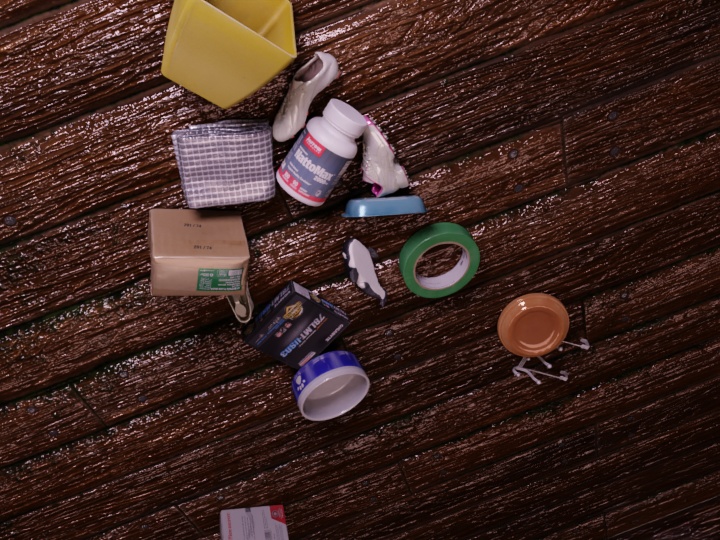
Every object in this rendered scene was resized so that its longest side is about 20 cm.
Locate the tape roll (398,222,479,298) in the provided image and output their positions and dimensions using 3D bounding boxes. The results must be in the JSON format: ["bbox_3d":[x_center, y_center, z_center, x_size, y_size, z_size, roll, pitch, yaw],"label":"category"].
[{"bbox_3d":[0.195,-0.024,1.786,0.198,0.048,0.202,-8,129,-10],"label":"tape roll"}]

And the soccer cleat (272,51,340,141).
[{"bbox_3d":[-0.121,-0.345,1.421,0.200,0.069,0.077,-50,152,16],"label":"soccer cleat"}]

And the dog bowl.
[{"bbox_3d":[-0.080,0.307,1.913,0.198,0.079,0.201,-19,141,-16],"label":"dog bowl"}]

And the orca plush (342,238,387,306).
[{"bbox_3d":[0.000,0.000,1.754,0.200,0.071,0.106,43,62,-42],"label":"orca plush"}]

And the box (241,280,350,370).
[{"bbox_3d":[-0.161,0.143,1.811,0.198,0.050,0.200,34,113,-33],"label":"box"}]

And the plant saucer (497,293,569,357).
[{"bbox_3d":[0.479,0.158,1.986,0.198,0.038,0.202,0,117,0],"label":"plant saucer"}]

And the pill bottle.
[{"bbox_3d":[-0.077,-0.245,1.485,0.119,0.120,0.201,21,118,-29],"label":"pill bottle"}]

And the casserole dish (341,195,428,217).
[{"bbox_3d":[0.054,-0.145,1.614,0.198,0.121,0.039,-4,98,-12],"label":"casserole dish"}]

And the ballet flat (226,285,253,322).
[{"bbox_3d":[-0.292,0.043,1.681,0.069,0.070,0.201,-17,130,-3],"label":"ballet flat"}]

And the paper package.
[{"bbox_3d":[-0.344,-0.039,1.520,0.198,0.191,0.104,0,128,-18],"label":"paper package"}]

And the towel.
[{"bbox_3d":[-0.275,-0.216,1.470,0.198,0.086,0.167,-8,128,-10],"label":"towel"}]

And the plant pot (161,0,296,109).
[{"bbox_3d":[-0.247,-0.411,1.267,0.199,0.201,0.176,25,128,-31],"label":"plant pot"}]

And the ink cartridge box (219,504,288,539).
[{"bbox_3d":[-0.331,0.814,2.220,0.198,0.145,0.084,1,127,-17],"label":"ink cartridge box"}]

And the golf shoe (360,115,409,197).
[{"bbox_3d":[0.034,-0.238,1.549,0.091,0.075,0.201,-32,128,1],"label":"golf shoe"}]

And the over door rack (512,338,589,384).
[{"bbox_3d":[0.564,0.263,2.110,0.198,0.067,0.149,9,125,-22],"label":"over door rack"}]
